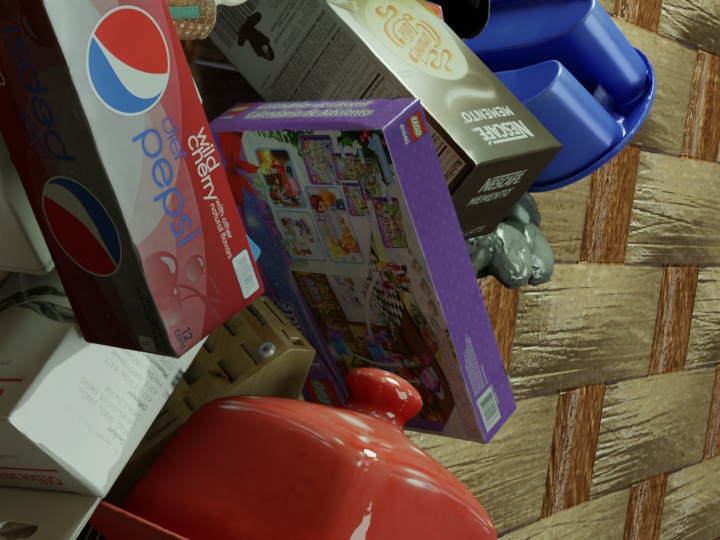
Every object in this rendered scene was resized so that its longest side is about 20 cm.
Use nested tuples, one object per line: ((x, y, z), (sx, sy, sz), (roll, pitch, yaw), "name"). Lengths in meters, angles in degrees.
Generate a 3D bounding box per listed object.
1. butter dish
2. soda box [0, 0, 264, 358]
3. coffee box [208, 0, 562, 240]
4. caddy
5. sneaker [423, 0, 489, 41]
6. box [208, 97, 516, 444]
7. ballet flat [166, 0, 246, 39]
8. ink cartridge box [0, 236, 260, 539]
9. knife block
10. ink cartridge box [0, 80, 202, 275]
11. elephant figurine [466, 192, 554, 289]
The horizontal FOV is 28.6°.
((-0.013, 0.120, 0.727), (0.199, 0.200, 0.148), (40, 69, -43), "butter dish")
((-0.113, -0.064, 0.620), (0.063, 0.070, 0.201), (-38, 122, -39), "soda box")
((0.012, -0.112, 0.859), (0.114, 0.200, 0.080), (-18, 152, -55), "coffee box")
((0.121, -0.125, 1.046), (0.105, 0.200, 0.142), (48, 59, -33), "caddy")
((0.059, -0.198, 1.004), (0.200, 0.084, 0.075), (-57, 142, -50), "sneaker")
((0.000, 0.000, 0.802), (0.039, 0.137, 0.201), (-42, 124, -39), "box")
((-0.067, -0.165, 0.708), (0.200, 0.065, 0.071), (-68, 163, -50), "ballet flat")
((-0.151, 0.048, 0.720), (0.067, 0.116, 0.200), (48, 57, -28), "ink cartridge box")
((-0.095, 0.134, 0.824), (0.200, 0.064, 0.176), (-36, 133, -10), "knife block")
((-0.175, -0.120, 0.676), (0.146, 0.085, 0.200), (-54, 142, -34), "ink cartridge box")
((0.024, 0.003, 1.003), (0.141, 0.200, 0.156), (30, 38, -34), "elephant figurine")
